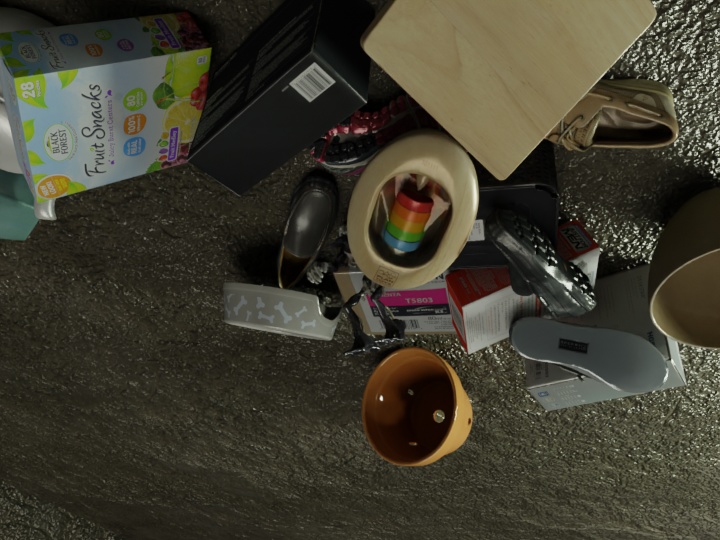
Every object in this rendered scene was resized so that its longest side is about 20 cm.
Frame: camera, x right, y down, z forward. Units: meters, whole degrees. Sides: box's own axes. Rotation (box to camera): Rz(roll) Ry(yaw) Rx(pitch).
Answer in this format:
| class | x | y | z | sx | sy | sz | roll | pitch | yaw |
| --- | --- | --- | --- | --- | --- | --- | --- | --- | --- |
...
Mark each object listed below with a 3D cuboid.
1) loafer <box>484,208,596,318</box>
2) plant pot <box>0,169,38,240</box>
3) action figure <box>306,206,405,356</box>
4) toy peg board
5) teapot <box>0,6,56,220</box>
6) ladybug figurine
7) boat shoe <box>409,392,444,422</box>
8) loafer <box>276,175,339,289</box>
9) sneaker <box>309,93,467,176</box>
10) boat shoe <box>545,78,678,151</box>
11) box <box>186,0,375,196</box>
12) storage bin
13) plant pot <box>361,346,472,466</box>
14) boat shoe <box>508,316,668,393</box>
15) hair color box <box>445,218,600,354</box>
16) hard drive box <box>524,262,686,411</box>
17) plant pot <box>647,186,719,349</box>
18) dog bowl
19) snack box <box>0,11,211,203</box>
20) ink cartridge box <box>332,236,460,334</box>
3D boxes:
| class | x | y | z | sx | sy | sz | roll | pitch | yaw |
| --- | --- | --- | --- | --- | --- | --- | --- | --- | --- |
| loafer | 0.202 | 0.002 | 0.691 | 0.070 | 0.069 | 0.199 | -32 | 129 | 31 |
| plant pot | -0.517 | -0.138 | 0.786 | 0.197 | 0.145 | 0.140 | 29 | 139 | -33 |
| action figure | 0.000 | 0.000 | 0.772 | 0.116 | 0.206 | 0.101 | -19 | 166 | 26 |
| toy peg board | 0.125 | -0.234 | 0.553 | 0.198 | 0.099 | 0.200 | 34 | 110 | -28 |
| teapot | -0.404 | -0.189 | 0.684 | 0.198 | 0.149 | 0.196 | 32 | 136 | -24 |
| ladybug figurine | 0.055 | -0.066 | 0.643 | 0.132 | 0.073 | 0.203 | 21 | 129 | -3 |
| boat shoe | 0.115 | 0.312 | 1.242 | 0.198 | 0.073 | 0.067 | 35 | 141 | -19 |
| loafer | -0.078 | -0.047 | 0.841 | 0.071 | 0.074 | 0.202 | 16 | 140 | -6 |
| sneaker | 0.040 | -0.156 | 0.692 | 0.194 | 0.083 | 0.075 | -1 | 169 | 15 |
| boat shoe | 0.235 | -0.166 | 0.631 | 0.193 | 0.066 | 0.072 | 2 | 141 | 10 |
| box | -0.082 | -0.190 | 0.610 | 0.197 | 0.145 | 0.078 | -26 | 138 | 37 |
| storage bin | 0.140 | -0.081 | 0.735 | 0.194 | 0.096 | 0.137 | -3 | 140 | 15 |
| plant pot | 0.119 | 0.257 | 1.089 | 0.196 | 0.206 | 0.139 | -18 | 151 | 31 |
| boat shoe | 0.288 | 0.106 | 0.767 | 0.193 | 0.076 | 0.068 | 9 | 179 | 10 |
| hair color box | 0.219 | 0.024 | 0.806 | 0.195 | 0.065 | 0.112 | -21 | 137 | -2 |
| hard drive box | 0.343 | 0.100 | 0.858 | 0.196 | 0.159 | 0.077 | -21 | 134 | 34 |
| plant pot | 0.440 | -0.019 | 0.708 | 0.194 | 0.137 | 0.203 | 6 | 141 | 4 |
| dog bowl | -0.124 | 0.067 | 0.930 | 0.194 | 0.061 | 0.200 | 8 | 171 | 1 |
| snack box | -0.268 | -0.176 | 0.640 | 0.197 | 0.068 | 0.170 | -24 | 156 | -32 |
| ink cartridge box | 0.072 | 0.021 | 0.889 | 0.194 | 0.077 | 0.167 | -3 | 141 | 17 |
